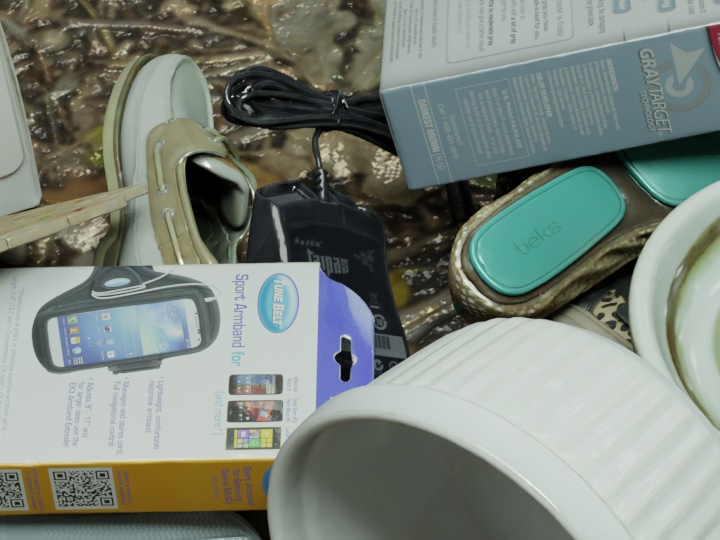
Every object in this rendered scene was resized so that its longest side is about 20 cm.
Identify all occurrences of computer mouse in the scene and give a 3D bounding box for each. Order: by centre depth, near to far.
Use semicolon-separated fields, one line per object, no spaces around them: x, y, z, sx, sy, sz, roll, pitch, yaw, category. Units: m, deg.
0.000;0.000;1.355;0.140;0.046;0.200;3;63;-35;computer mouse

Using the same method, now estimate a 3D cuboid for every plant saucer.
0.211;0.039;1.196;0.200;0.050;0.200;2;47;-3;plant saucer

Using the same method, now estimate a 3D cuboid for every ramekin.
0.069;0.113;1.143;0.200;0.200;0.105;25;46;29;ramekin

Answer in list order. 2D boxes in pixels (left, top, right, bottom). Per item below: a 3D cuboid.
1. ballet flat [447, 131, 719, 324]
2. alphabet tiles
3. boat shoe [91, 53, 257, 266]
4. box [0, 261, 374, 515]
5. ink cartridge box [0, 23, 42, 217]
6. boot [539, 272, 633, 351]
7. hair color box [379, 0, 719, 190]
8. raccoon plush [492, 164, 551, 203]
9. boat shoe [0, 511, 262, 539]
0.117;-0.034;1.304;0.200;0.065;0.071;-28;77;-23;ballet flat
-0.201;-0.007;1.317;0.167;0.008;0.200;-22;7;-36;alphabet tiles
-0.085;-0.035;1.377;0.068;0.075;0.200;-20;45;22;boat shoe
-0.093;0.051;1.237;0.200;0.042;0.119;0;46;1;box
-0.269;-0.125;1.457;0.147;0.145;0.200;-18;47;-10;ink cartridge box
0.195;0.041;1.276;0.151;0.073;0.200;-36;46;-23;boot
0.113;-0.104;1.285;0.200;0.061;0.099;-11;35;11;hair color box
0.136;-0.048;1.386;0.134;0.097;0.200;11;78;2;raccoon plush
-0.141;0.123;1.254;0.200;0.072;0.062;5;2;-2;boat shoe
